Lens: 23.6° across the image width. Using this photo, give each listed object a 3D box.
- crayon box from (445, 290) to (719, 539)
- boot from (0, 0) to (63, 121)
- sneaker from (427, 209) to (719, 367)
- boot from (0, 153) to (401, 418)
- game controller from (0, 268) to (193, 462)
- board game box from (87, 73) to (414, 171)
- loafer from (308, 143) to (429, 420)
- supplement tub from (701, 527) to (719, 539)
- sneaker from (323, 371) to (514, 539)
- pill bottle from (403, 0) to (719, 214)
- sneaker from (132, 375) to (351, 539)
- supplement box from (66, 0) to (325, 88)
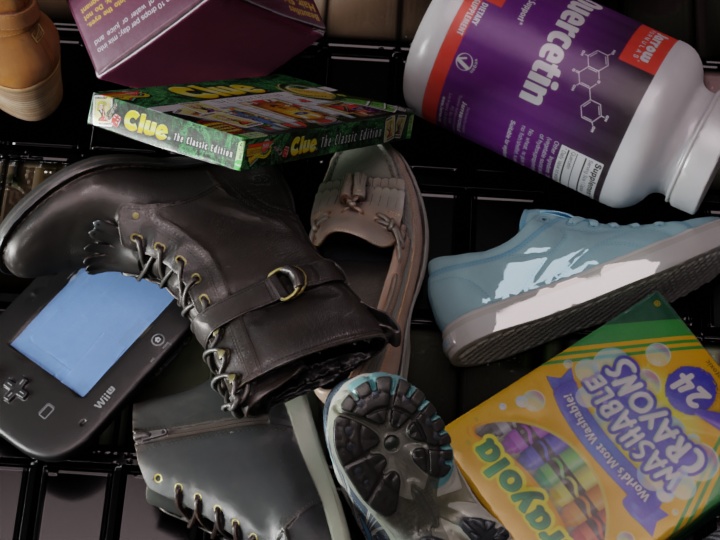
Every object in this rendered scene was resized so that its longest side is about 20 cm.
[{"bbox_3d":[0.131,0.117,1.007,0.200,0.052,0.126,-32,69,-14],"label":"crayon box"},{"bbox_3d":[-0.276,-0.183,1.084,0.200,0.155,0.074,23,67,10],"label":"boot"},{"bbox_3d":[0.135,-0.011,1.055,0.200,0.074,0.082,-17,69,-10],"label":"sneaker"},{"bbox_3d":[-0.096,0.011,0.988,0.200,0.069,0.174,-19,58,-12],"label":"boot"},{"bbox_3d":[-0.151,0.025,1.044,0.104,0.042,0.200,28,67,32],"label":"game controller"},{"bbox_3d":[-0.059,-0.090,1.019,0.105,0.200,0.023,15,106,25],"label":"board game box"},{"bbox_3d":[0.000,0.000,1.047,0.072,0.063,0.200,-6,65,17],"label":"loafer"},{"bbox_3d":[0.177,0.216,0.932,0.200,0.107,0.107,-31,69,-14],"label":"supplement tub"},{"bbox_3d":[0.038,0.143,0.968,0.078,0.086,0.200,-24,100,-11],"label":"sneaker"},{"bbox_3d":[0.134,-0.112,1.081,0.200,0.112,0.112,26,67,11],"label":"pill bottle"},{"bbox_3d":[-0.062,0.149,0.985,0.106,0.075,0.200,-17,57,-4],"label":"sneaker"},{"bbox_3d":[-0.127,-0.219,1.092,0.103,0.131,0.200,-31,71,22],"label":"supplement box"}]
